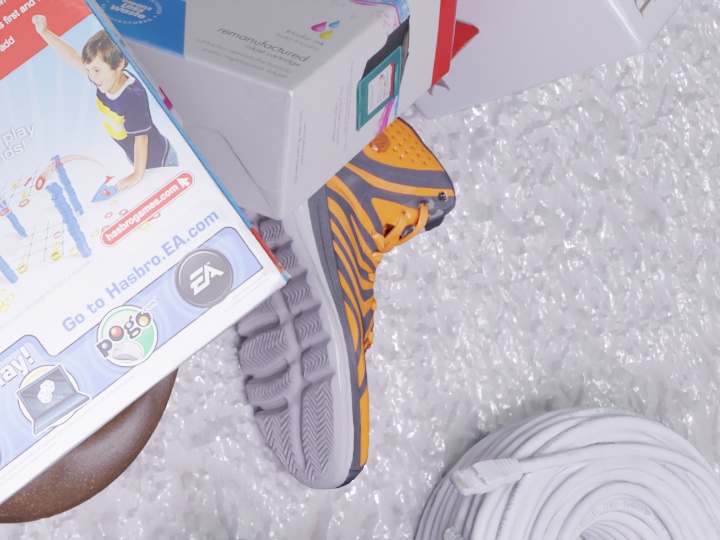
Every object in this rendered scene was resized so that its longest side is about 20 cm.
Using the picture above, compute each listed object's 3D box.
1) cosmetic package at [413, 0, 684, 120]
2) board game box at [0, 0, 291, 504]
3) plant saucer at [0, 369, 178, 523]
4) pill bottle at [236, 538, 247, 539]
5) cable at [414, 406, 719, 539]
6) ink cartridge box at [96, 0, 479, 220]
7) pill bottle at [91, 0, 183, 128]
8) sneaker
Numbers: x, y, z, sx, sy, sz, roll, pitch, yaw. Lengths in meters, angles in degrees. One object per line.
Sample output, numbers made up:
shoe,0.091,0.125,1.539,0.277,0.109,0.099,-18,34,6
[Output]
cosmetic package,0.087,-0.211,1.206,0.168,0.166,0.200,52,55,-19
board game box,-0.164,-0.016,0.882,0.200,0.056,0.196,-37,101,-11
plant saucer,-0.150,0.008,1.049,0.200,0.037,0.201,10,74,-38
pill bottle,0.008,0.206,1.077,0.200,0.111,0.111,34,60,-13
cable,0.115,0.169,1.214,0.200,0.069,0.201,-21,95,-40
ink cartridge box,-0.033,-0.110,1.090,0.200,0.116,0.067,-45,148,-49
pill bottle,-0.171,-0.103,0.964,0.113,0.113,0.200,-44,104,-36
sneaker,0.000,0.000,1.147,0.112,0.077,0.201,-5,84,-39
